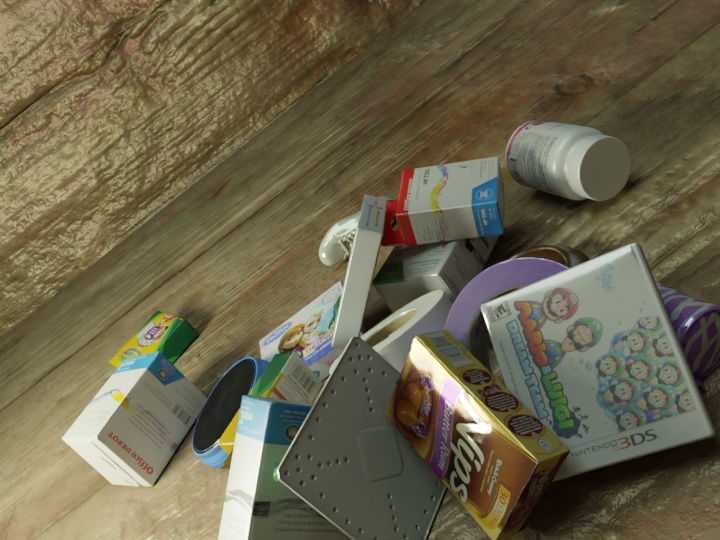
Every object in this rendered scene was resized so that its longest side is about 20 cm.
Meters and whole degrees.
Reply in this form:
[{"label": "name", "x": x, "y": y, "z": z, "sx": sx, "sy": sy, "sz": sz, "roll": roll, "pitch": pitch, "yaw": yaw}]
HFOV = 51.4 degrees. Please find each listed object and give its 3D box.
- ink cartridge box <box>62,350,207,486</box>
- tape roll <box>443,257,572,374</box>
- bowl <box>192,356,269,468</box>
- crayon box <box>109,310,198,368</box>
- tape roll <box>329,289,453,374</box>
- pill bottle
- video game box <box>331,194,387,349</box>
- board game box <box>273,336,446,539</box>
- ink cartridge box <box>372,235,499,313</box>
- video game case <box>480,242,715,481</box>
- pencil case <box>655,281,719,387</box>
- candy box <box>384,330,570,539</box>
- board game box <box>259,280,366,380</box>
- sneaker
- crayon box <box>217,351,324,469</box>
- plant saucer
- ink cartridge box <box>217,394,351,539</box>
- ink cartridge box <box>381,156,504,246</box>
[{"label": "ink cartridge box", "x": -0.424, "y": 0.282, "z": 1.415, "sx": 0.144, "sy": 0.148, "sz": 0.201, "roll": -14, "pitch": 34, "yaw": 43}, {"label": "tape roll", "x": 0.195, "y": 0.089, "z": 0.849, "sx": 0.199, "sy": 0.065, "sz": 0.202, "roll": -5, "pitch": 79, "yaw": 31}, {"label": "bowl", "x": -0.220, "y": 0.238, "z": 1.283, "sx": 0.200, "sy": 0.039, "sz": 0.201, "roll": -43, "pitch": 26, "yaw": 26}, {"label": "crayon box", "x": -0.495, "y": 0.185, "z": 1.783, "sx": 0.173, "sy": 0.058, "sz": 0.199, "roll": -49, "pitch": 27, "yaw": -21}, {"label": "tape roll", "x": 0.055, "y": 0.113, "z": 1.057, "sx": 0.202, "sy": 0.071, "sz": 0.202, "roll": -34, "pitch": 5, "yaw": 3}, {"label": "pill bottle", "x": 0.327, "y": -0.175, "z": 1.190, "sx": 0.113, "sy": 0.114, "sz": 0.200, "roll": -41, "pitch": 25, "yaw": -6}, {"label": "video game box", "x": 0.000, "y": 0.000, "z": 1.201, "sx": 0.182, "sy": 0.046, "sz": 0.202, "roll": -85, "pitch": 7, "yaw": -67}, {"label": "board game box", "x": 0.017, "y": 0.213, "z": 0.867, "sx": 0.026, "sy": 0.200, "sz": 0.201, "roll": -29, "pitch": 23, "yaw": 50}, {"label": "ink cartridge box", "x": 0.132, "y": -0.028, "z": 1.243, "sx": 0.144, "sy": 0.084, "sz": 0.201, "roll": -9, "pitch": 38, "yaw": 44}, {"label": "video game case", "x": 0.235, "y": 0.097, "z": 0.770, "sx": 0.181, "sy": 0.024, "sz": 0.202, "roll": -25, "pitch": 69, "yaw": 26}, {"label": "pencil case", "x": 0.323, "y": 0.052, "z": 0.852, "sx": 0.086, "sy": 0.083, "sz": 0.200, "roll": -65, "pitch": 24, "yaw": 5}, {"label": "candy box", "x": 0.117, "y": 0.171, "z": 0.804, "sx": 0.200, "sy": 0.056, "sz": 0.117, "roll": 43, "pitch": 127, "yaw": 38}, {"label": "board game box", "x": -0.088, "y": 0.129, "z": 1.336, "sx": 0.199, "sy": 0.041, "sz": 0.200, "roll": -37, "pitch": 25, "yaw": 5}, {"label": "sneaker", "x": 0.000, "y": -0.082, "z": 1.532, "sx": 0.200, "sy": 0.073, "sz": 0.085, "roll": -42, "pitch": 22, "yaw": -9}, {"label": "crayon box", "x": -0.122, "y": 0.237, "z": 1.100, "sx": 0.051, "sy": 0.126, "sz": 0.201, "roll": -12, "pitch": 35, "yaw": 44}, {"label": "plant saucer", "x": 0.236, "y": 0.028, "z": 1.074, "sx": 0.199, "sy": 0.032, "sz": 0.201, "roll": -32, "pitch": 25, "yaw": 16}, {"label": "ink cartridge box", "x": -0.078, "y": 0.259, "z": 0.882, "sx": 0.083, "sy": 0.144, "sz": 0.202, "roll": -3, "pitch": 75, "yaw": 55}, {"label": "ink cartridge box", "x": 0.125, "y": -0.108, "z": 1.187, "sx": 0.198, "sy": 0.068, "sz": 0.117, "roll": -6, "pitch": 43, "yaw": 17}]
